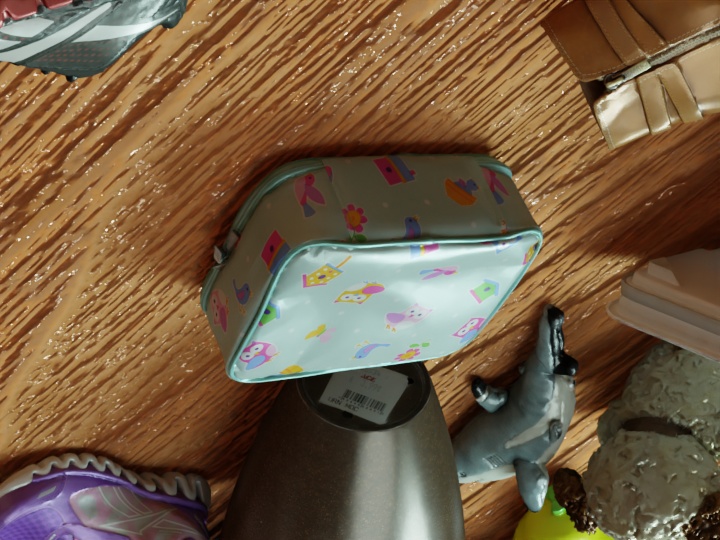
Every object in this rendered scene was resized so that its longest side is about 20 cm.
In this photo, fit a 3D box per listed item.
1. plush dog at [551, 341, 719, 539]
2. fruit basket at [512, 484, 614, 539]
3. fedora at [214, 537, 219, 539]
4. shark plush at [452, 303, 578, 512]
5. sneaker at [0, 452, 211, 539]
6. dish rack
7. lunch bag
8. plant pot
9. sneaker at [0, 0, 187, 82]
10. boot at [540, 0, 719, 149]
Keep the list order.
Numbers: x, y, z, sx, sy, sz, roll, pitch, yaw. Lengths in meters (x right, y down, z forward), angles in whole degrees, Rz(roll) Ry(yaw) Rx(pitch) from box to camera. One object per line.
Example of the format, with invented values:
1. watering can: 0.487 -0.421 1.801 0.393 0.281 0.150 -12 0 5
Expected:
1. plush dog: 0.236 0.135 1.646 0.199 0.172 0.161 3 139 33
2. fruit basket: 0.177 0.260 1.894 0.214 0.156 0.217 -3 105 -12
3. fedora: -0.058 0.256 1.707 0.199 0.092 0.201 -18 157 -8
4. shark plush: 0.117 0.107 1.642 0.083 0.091 0.200 15 148 -3
5. sneaker: -0.176 0.188 1.544 0.199 0.089 0.080 13 137 -44
6. dish rack: 0.287 0.023 1.510 0.171 0.199 0.044 -14 115 -40
7. lunch bag: 0.000 0.000 1.372 0.199 0.077 0.161 -4 147 -30
8. plant pot: -0.006 0.148 1.530 0.186 0.187 0.201 -12 136 -19
9. sneaker: -0.167 -0.127 1.055 0.199 0.071 0.098 -18 148 -11
10. boot: 0.210 -0.109 1.260 0.155 0.077 0.200 -34 112 6
